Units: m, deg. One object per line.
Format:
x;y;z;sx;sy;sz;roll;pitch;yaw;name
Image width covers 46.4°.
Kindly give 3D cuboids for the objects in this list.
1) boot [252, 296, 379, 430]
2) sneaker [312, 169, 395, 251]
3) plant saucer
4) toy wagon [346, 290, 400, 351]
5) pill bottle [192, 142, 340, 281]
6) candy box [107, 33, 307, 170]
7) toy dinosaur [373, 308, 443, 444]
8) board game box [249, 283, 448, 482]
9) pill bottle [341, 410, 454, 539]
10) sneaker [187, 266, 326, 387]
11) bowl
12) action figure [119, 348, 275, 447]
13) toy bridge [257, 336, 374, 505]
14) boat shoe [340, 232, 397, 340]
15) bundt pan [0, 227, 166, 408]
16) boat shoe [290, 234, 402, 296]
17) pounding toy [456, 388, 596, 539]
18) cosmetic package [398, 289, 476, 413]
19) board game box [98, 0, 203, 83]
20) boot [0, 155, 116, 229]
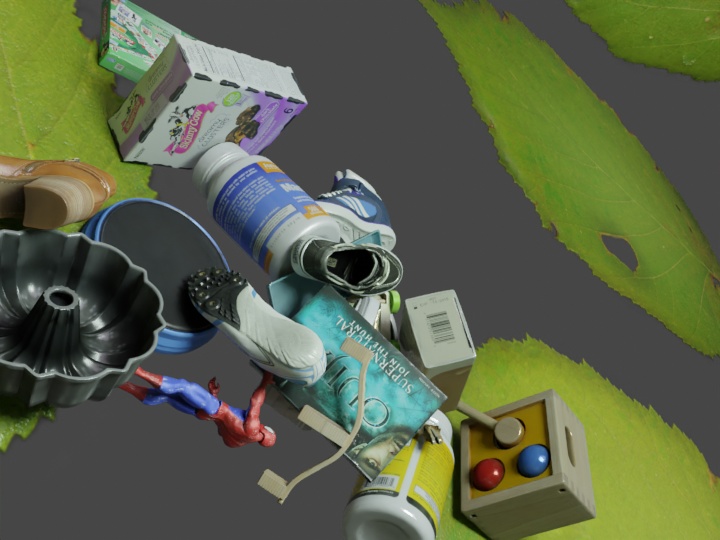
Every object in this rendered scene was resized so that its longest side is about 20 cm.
-0.055;0.094;1.052;0.095;0.074;0.200;32;58;-3;boot
-0.041;-0.102;1.308;0.200;0.081;0.147;14;40;-38;sneaker
-0.042;0.011;1.081;0.200;0.019;0.070;-28;119;-39;plant saucer
-0.022;0.096;1.128;0.155;0.040;0.201;5;78;-24;toy wagon
-0.129;-0.080;1.101;0.200;0.112;0.112;44;28;24;pill bottle
-0.200;-0.210;1.113;0.200;0.168;0.072;1;56;-50;candy box
0.029;0.152;1.056;0.101;0.058;0.200;-17;56;-21;toy dinosaur
-0.015;0.131;0.992;0.200;0.028;0.135;43;75;7;board game box
0.055;0.261;1.046;0.112;0.112;0.200;46;34;-11;pill bottle
-0.122;0.065;0.951;0.200;0.073;0.072;34;53;24;sneaker
-0.236;0.001;0.993;0.200;0.039;0.201;32;38;-29;bowl
-0.170;0.127;0.932;0.200;0.065;0.099;36;43;-24;action figure
-0.039;0.177;0.947;0.067;0.200;0.027;31;-2;6;toy bridge
-0.017;0.039;1.206;0.060;0.076;0.200;-18;71;-47;boat shoe
-0.295;0.051;0.806;0.201;0.076;0.202;19;36;-15;bundt pan
0.000;0.000;1.060;0.200;0.064;0.071;8;94;-51;boat shoe
0.212;0.257;1.206;0.142;0.184;0.200;47;31;-32;pounding toy
0.099;0.121;1.157;0.071;0.200;0.105;-12;63;-8;cosmetic package
-0.284;-0.310;1.231;0.200;0.029;0.135;23;44;-38;board game box
-0.367;-0.101;0.887;0.199;0.077;0.155;10;16;0;boot
